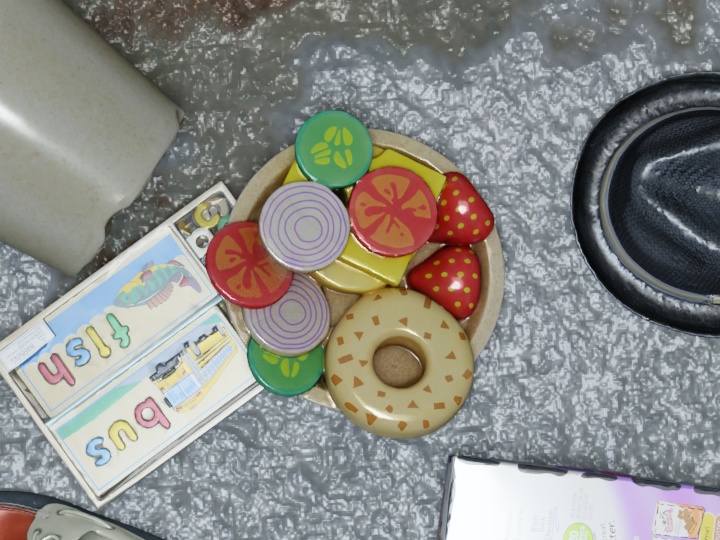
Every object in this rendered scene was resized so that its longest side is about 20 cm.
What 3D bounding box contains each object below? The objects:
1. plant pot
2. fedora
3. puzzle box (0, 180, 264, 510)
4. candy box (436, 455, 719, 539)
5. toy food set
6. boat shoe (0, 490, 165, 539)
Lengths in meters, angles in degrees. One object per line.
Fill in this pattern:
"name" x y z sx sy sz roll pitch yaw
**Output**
"plant pot" -0.222 -0.100 1.458 0.183 0.200 0.201 34 87 -9
"fedora" 0.242 -0.047 1.493 0.200 0.092 0.201 0 86 -1
"puzzle box" -0.134 0.051 1.519 0.200 0.025 0.133 -37 88 -3
"candy box" 0.146 0.216 1.488 0.199 0.072 0.168 8 87 -1
"toy food set" 0.000 0.000 1.495 0.197 0.049 0.201 25 77 -5
"boat shoe" -0.189 0.194 1.491 0.199 0.063 0.071 16 88 2
